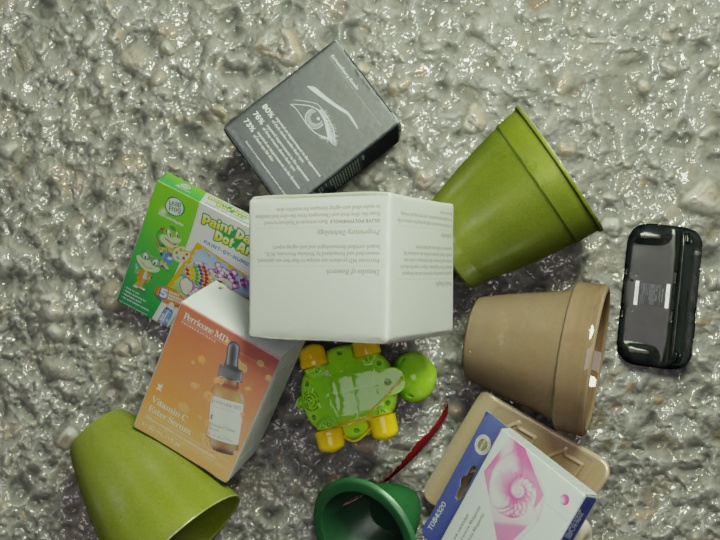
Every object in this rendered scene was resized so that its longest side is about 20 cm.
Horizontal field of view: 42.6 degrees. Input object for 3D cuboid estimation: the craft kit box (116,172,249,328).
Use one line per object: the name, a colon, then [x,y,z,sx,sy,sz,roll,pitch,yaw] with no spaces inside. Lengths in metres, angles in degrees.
craft kit box: [-0.215,-0.001,1.270,0.198,0.049,0.199,26,111,2]

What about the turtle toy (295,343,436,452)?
turtle toy: [0.008,0.161,1.266,0.197,0.101,0.148,-13,82,3]

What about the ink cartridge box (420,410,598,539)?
ink cartridge box: [0.171,0.309,1.162,0.199,0.043,0.198,34,100,44]

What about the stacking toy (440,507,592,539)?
stacking toy: [0.192,0.364,1.216,0.198,0.146,0.148,17,87,28]

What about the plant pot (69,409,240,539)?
plant pot: [-0.295,0.292,1.243,0.187,0.187,0.200,-44,73,-1]

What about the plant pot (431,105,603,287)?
plant pot: [0.189,-0.083,1.246,0.192,0.200,0.202,-35,87,11]

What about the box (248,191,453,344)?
box: [-0.007,-0.003,1.146,0.198,0.198,0.174,0,90,28]

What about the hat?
hat: [0.056,0.324,1.301,0.199,0.176,0.167,-35,87,39]

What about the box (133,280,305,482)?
box: [-0.185,0.144,1.223,0.151,0.106,0.202,28,111,9]

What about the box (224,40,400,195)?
box: [-0.063,-0.188,1.276,0.199,0.104,0.149,-36,84,-1]

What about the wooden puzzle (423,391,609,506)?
wooden puzzle: [0.211,0.283,1.267,0.199,0.046,0.187,30,109,7]

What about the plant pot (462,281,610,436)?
plant pot: [0.234,0.105,1.241,0.172,0.200,0.203,9,87,20]

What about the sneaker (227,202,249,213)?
sneaker: [-0.138,-0.028,1.303,0.198,0.075,0.077,27,99,10]

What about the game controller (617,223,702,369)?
game controller: [0.422,0.036,1.305,0.103,0.042,0.203,6,87,16]
